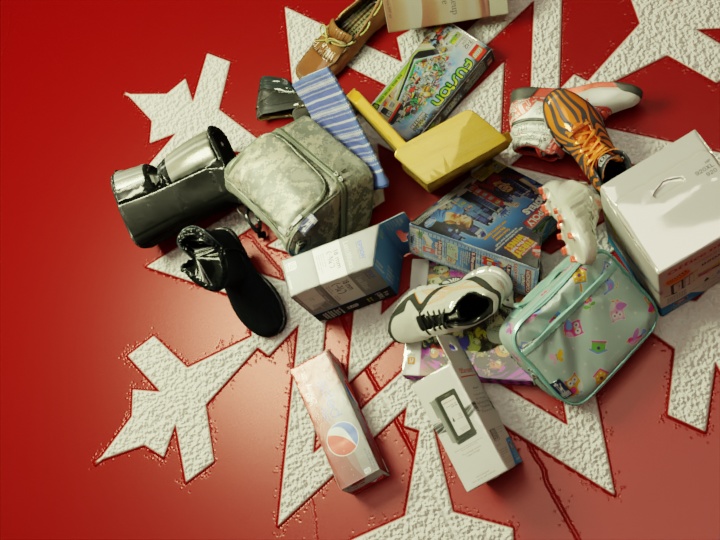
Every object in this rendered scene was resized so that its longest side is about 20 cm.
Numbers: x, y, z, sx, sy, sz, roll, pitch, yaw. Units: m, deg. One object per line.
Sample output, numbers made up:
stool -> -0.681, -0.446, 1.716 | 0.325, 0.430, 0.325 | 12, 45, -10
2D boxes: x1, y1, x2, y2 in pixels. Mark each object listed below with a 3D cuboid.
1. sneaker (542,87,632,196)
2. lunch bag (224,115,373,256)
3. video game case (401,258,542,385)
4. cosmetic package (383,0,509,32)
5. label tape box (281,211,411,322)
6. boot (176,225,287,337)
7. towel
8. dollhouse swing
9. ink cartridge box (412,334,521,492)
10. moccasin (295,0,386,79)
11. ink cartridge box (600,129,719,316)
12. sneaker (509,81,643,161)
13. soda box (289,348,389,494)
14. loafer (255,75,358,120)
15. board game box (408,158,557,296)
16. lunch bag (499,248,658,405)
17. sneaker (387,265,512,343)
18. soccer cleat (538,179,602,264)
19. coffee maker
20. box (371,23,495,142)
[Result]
sneaker -> 0.336, -0.177, 1.420 | 0.077, 0.112, 0.201 | -38, 93, 7
lunch bag -> -0.095, -0.121, 1.532 | 0.167, 0.140, 0.200 | -30, 56, -27
video game case -> 0.165, 0.073, 1.474 | 0.197, 0.036, 0.184 | 1, 74, 19
cosmetic package -> 0.134, -0.457, 1.600 | 0.197, 0.104, 0.088 | -8, 35, 9
label tape box -> 0.000, 0.000, 1.493 | 0.198, 0.144, 0.064 | -21, 67, 10
boot -> -0.196, 0.022, 1.511 | 0.076, 0.168, 0.202 | -30, 89, 10
towel -> -0.032, -0.211, 1.534 | 0.024, 0.144, 0.202 | -33, 104, -19
dollhouse swing -> 0.102, -0.220, 1.474 | 0.180, 0.200, 0.177 | -28, 88, 6
ink cartridge box -> 0.139, 0.193, 1.376 | 0.067, 0.116, 0.202 | -30, 77, 14
moccasin -> -0.031, -0.392, 1.671 | 0.201, 0.078, 0.074 | -38, 65, 3
ink cartridge box -> 0.425, -0.058, 1.342 | 0.146, 0.200, 0.146 | -31, 65, 6
sneaker -> 0.324, -0.221, 1.507 | 0.199, 0.067, 0.110 | 0, 78, 18
soda box -> -0.031, 0.224, 1.474 | 0.069, 0.063, 0.202 | -28, 65, 6
loafer -> -0.088, -0.271, 1.660 | 0.198, 0.073, 0.073 | 13, 85, 31
board game box -> 0.208, -0.054, 1.457 | 0.199, 0.062, 0.199 | 33, 56, 30
lunch bag -> 0.295, 0.075, 1.367 | 0.200, 0.077, 0.161 | -45, 104, -3
sneaker -> 0.117, 0.056, 1.407 | 0.199, 0.080, 0.074 | -27, 103, 29
soccer cleat -> 0.299, -0.075, 1.358 | 0.077, 0.070, 0.201 | -12, 29, 3
coffee maker -> -0.287, -0.113, 1.632 | 0.198, 0.135, 0.194 | -25, 68, 9
box -> 0.114, -0.302, 1.617 | 0.110, 0.035, 0.201 | 38, 87, 25
